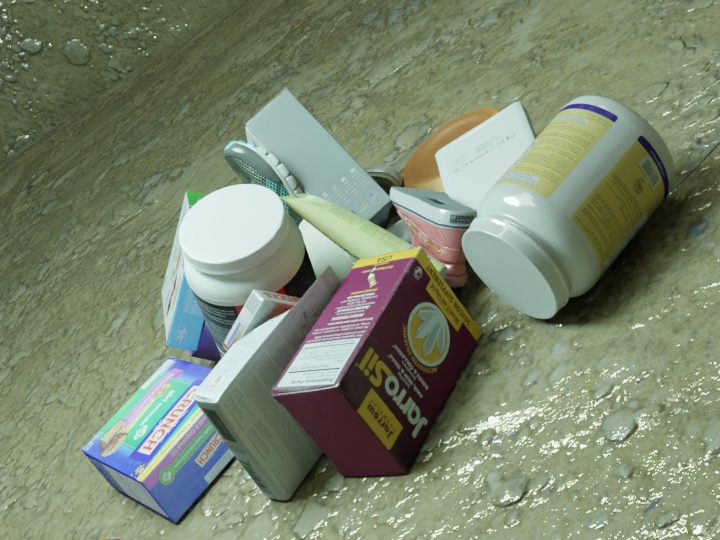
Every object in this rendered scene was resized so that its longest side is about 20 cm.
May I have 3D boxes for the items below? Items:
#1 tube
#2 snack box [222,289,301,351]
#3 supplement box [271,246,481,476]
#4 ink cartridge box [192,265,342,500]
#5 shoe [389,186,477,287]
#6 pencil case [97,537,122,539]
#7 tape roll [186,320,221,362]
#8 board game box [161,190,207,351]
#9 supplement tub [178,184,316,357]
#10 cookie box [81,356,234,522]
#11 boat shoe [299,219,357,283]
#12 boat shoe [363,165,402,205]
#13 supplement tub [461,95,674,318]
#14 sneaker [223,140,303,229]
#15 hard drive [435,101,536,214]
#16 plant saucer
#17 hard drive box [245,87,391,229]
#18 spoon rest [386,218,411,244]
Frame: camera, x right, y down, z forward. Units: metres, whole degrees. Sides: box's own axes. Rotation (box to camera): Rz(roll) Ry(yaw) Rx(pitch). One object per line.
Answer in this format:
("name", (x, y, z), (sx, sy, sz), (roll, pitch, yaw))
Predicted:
("tube", (0.003, -0.034, 1.405), (0.052, 0.199, 0.058), (-50, -16, -24))
("snack box", (-0.064, 0.069, 1.390), (0.024, 0.199, 0.072), (40, 106, 35))
("supplement box", (0.021, 0.093, 1.298), (0.102, 0.131, 0.201), (-10, 37, 44))
("ink cartridge box", (-0.070, 0.119, 1.344), (0.057, 0.163, 0.201), (5, 48, 42))
("shoe", (0.080, -0.042, 1.483), (0.070, 0.092, 0.200), (3, 12, -18))
("pencil case", (-0.332, 0.349, 1.416), (0.199, 0.088, 0.088), (-16, 32, 42))
("tape roll", (-0.176, 0.020, 1.656), (0.200, 0.065, 0.203), (-167, 90, -75))
("board game box", (-0.222, -0.003, 1.640), (0.200, 0.040, 0.155), (-119, 43, -68))
("supplement tub", (-0.120, 0.017, 1.436), (0.138, 0.201, 0.141), (-9, 45, 9))
("cookie box", (-0.229, 0.200, 1.534), (0.171, 0.075, 0.199), (-48, 26, -21))
("boat shoe", (0.000, 0.000, 1.491), (0.199, 0.061, 0.074), (36, 112, 36))
("boat shoe", (-0.010, -0.111, 1.765), (0.199, 0.075, 0.069), (-19, 29, 46))
("supplement tub", (0.212, -0.065, 1.287), (0.200, 0.146, 0.145), (-46, 25, -18))
("sneaker", (-0.111, -0.069, 1.558), (0.091, 0.201, 0.077), (-42, 7, -22))
("hard drive", (0.165, -0.115, 1.540), (0.131, 0.026, 0.201), (-31, 37, 16))
("plant saucer", (0.131, -0.156, 1.698), (0.199, 0.038, 0.201), (-32, 25, 17))
("hard drive box", (-0.055, -0.118, 1.632), (0.077, 0.200, 0.156), (-42, -8, -10))
("spoon rest", (0.023, -0.010, 1.566), (0.200, 0.061, 0.099), (-45, 25, -12))
